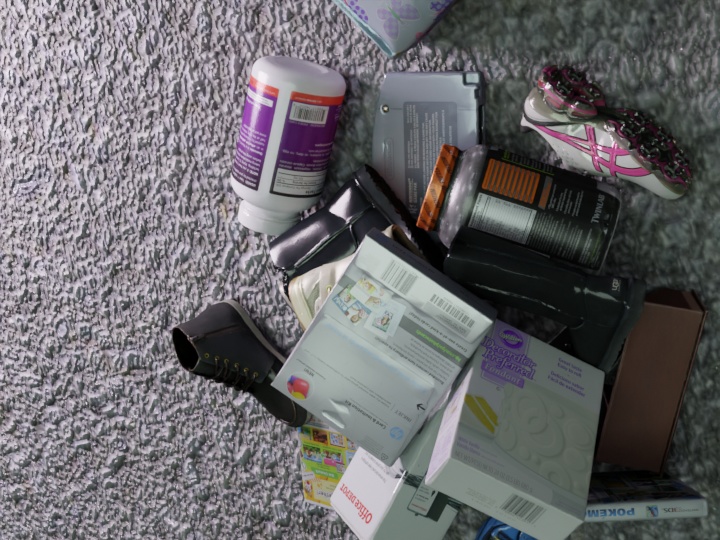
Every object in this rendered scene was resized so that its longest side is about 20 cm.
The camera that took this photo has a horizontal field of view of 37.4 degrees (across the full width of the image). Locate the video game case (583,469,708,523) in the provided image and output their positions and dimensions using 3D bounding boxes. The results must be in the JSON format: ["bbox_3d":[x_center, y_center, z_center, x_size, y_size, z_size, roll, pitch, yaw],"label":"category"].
[{"bbox_3d":[0.260,0.243,1.153,0.182,0.200,0.022,-4,87,4],"label":"video game case"}]

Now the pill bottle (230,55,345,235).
[{"bbox_3d":[-0.091,-0.148,1.272,0.112,0.112,0.200,21,112,17],"label":"pill bottle"}]

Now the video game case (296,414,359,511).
[{"bbox_3d":[-0.008,0.223,1.343,0.200,0.023,0.182,3,103,45],"label":"video game case"}]

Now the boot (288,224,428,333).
[{"bbox_3d":[0.027,0.067,1.150,0.155,0.072,0.200,-29,86,26],"label":"boot"}]

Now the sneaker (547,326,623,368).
[{"bbox_3d":[0.220,0.125,1.212,0.200,0.112,0.073,-40,87,27],"label":"sneaker"}]

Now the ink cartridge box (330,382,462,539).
[{"bbox_3d":[0.064,0.210,1.190,0.083,0.147,0.200,31,88,-19],"label":"ink cartridge box"}]

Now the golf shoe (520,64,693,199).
[{"bbox_3d":[0.265,-0.136,1.152,0.200,0.073,0.092,39,136,14],"label":"golf shoe"}]

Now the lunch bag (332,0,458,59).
[{"bbox_3d":[0.034,-0.363,1.155,0.200,0.127,0.170,43,119,-3],"label":"lunch bag"}]

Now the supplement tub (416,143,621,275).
[{"bbox_3d":[0.169,-0.063,1.155,0.200,0.123,0.123,18,111,3],"label":"supplement tub"}]

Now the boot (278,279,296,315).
[{"bbox_3d":[0.014,0.026,1.300,0.204,0.073,0.154,37,112,8],"label":"boot"}]

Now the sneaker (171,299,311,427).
[{"bbox_3d":[-0.156,0.136,1.369,0.200,0.106,0.075,48,131,13],"label":"sneaker"}]

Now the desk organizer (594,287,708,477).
[{"bbox_3d":[0.315,0.118,1.180,0.077,0.072,0.200,10,109,2],"label":"desk organizer"}]

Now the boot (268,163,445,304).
[{"bbox_3d":[0.000,0.000,1.229,0.168,0.076,0.200,-42,71,15],"label":"boot"}]

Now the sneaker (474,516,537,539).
[{"bbox_3d":[0.205,0.292,1.285,0.066,0.078,0.200,40,114,11],"label":"sneaker"}]

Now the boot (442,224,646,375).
[{"bbox_3d":[0.179,0.035,1.121,0.200,0.066,0.165,14,144,4],"label":"boot"}]

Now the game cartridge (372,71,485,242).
[{"bbox_3d":[0.080,-0.132,1.246,0.133,0.040,0.200,4,105,19],"label":"game cartridge"}]

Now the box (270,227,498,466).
[{"bbox_3d":[0.023,0.081,1.097,0.156,0.041,0.200,34,110,4],"label":"box"}]

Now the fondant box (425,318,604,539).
[{"bbox_3d":[0.160,0.156,1.069,0.144,0.200,0.058,26,133,-4],"label":"fondant box"}]
